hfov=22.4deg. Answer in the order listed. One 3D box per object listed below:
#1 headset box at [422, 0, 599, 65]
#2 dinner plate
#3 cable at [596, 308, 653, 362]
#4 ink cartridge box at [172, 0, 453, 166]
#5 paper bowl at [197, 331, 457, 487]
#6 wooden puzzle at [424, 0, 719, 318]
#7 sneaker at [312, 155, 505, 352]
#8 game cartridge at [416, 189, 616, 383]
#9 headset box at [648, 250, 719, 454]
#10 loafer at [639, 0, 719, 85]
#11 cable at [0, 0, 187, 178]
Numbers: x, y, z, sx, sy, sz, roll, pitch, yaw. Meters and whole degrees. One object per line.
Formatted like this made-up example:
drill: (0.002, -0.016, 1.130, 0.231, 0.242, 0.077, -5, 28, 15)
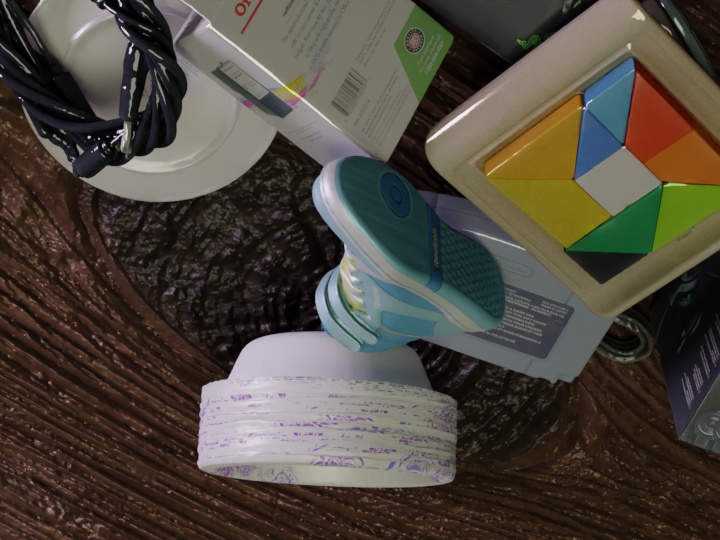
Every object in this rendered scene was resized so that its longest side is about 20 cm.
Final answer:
headset box: (0.106, -0.248, 1.204, 0.199, 0.093, 0.174, 32, 117, -19)
dinner plate: (-0.153, -0.133, 1.324, 0.198, 0.024, 0.202, -1, 122, -1)
cable: (0.146, 0.017, 1.401, 0.097, 0.050, 0.200, -31, 115, 20)
ink cartridge box: (-0.047, -0.169, 1.243, 0.200, 0.118, 0.067, 38, 157, -21)
paper bowl: (-0.024, 0.108, 1.393, 0.199, 0.201, 0.105, 2, 78, -1)
wooden puzzle: (0.171, -0.069, 1.235, 0.185, 0.037, 0.200, -35, 116, 28)
sneaker: (0.000, 0.000, 1.275, 0.130, 0.080, 0.200, -19, 140, 31)
game cartridge: (0.092, 0.010, 1.362, 0.198, 0.041, 0.133, 19, 141, -6)
headset box: (0.298, 0.025, 1.334, 0.092, 0.175, 0.201, 19, 119, -11)
loafer: (0.220, -0.118, 1.270, 0.063, 0.072, 0.200, -31, 143, 8)
cable: (-0.197, -0.166, 1.238, 0.163, 0.051, 0.201, -18, 97, 47)
